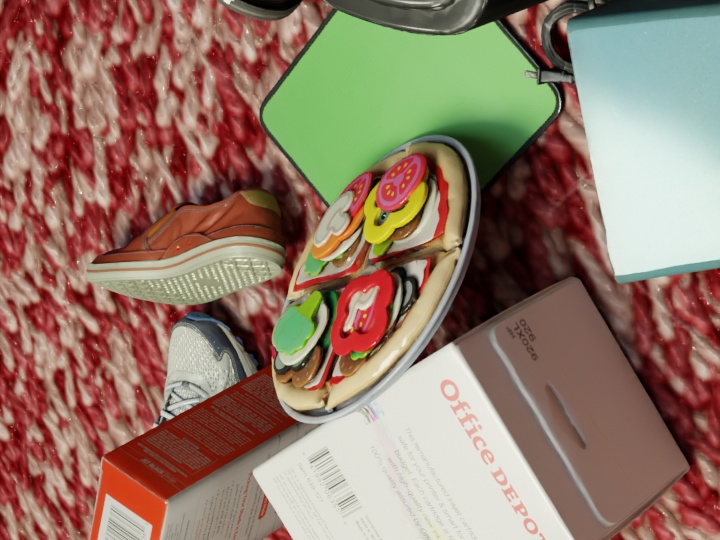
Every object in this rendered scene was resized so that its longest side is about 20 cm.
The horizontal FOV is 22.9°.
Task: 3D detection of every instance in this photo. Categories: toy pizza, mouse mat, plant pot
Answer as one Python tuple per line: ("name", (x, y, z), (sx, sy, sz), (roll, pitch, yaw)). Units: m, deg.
("toy pizza", (0.000, 0.000, 1.100), (0.032, 0.200, 0.200), (30, 136, -26))
("mouse mat", (0.027, -0.105, 1.151), (0.161, 0.008, 0.200), (51, 129, 11))
("plant pot", (0.235, -0.088, 0.916), (0.200, 0.141, 0.141), (-6, 103, 31))

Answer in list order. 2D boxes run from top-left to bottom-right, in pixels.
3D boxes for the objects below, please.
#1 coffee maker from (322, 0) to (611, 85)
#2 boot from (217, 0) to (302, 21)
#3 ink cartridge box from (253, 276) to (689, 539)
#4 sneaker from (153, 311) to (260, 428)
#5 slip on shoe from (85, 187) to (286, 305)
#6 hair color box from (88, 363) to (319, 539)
("coffee maker", (0.077, -0.183, 0.953), (0.135, 0.200, 0.192), (-8, 100, 39))
("boot", (-0.014, -0.249, 1.013), (0.069, 0.200, 0.174), (34, 134, 0))
("ink cartridge box", (0.069, 0.124, 1.114), (0.200, 0.145, 0.147), (-34, 85, 41))
("sneaker", (-0.120, 0.131, 1.303), (0.077, 0.085, 0.200), (10, 112, 35))
("slip on shoe", (-0.124, -0.015, 1.272), (0.200, 0.074, 0.061), (-15, 63, 46))
("hair color box", (-0.094, 0.142, 1.211), (0.061, 0.200, 0.102), (30, 123, 26))
